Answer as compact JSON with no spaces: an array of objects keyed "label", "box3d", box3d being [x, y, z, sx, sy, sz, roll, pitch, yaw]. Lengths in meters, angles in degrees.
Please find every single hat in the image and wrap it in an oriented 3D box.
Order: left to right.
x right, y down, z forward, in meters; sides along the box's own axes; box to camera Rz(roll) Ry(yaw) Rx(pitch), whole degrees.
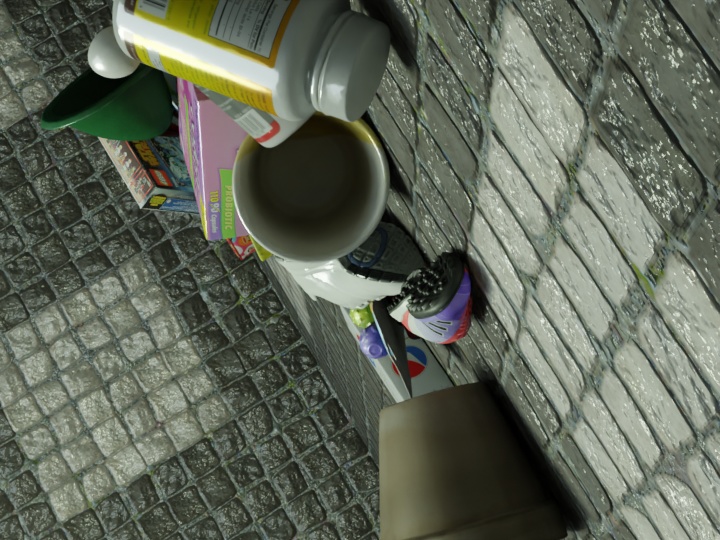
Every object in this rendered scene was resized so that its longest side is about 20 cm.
[{"label":"hat","box3d":[-0.247,-0.158,1.635,0.165,0.200,0.177,4,133,50]}]

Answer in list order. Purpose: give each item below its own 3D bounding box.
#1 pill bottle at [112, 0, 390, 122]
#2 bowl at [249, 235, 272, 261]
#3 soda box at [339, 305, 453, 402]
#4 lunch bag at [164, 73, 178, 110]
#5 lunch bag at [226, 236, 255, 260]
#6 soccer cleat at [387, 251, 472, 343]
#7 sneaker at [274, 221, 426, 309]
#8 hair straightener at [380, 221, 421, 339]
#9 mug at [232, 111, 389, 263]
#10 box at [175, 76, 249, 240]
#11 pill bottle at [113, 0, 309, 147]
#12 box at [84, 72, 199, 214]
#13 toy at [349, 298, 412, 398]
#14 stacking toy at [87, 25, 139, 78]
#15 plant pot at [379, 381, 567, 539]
[{"label":"pill bottle","box3d":[-0.081,-0.184,1.067,0.198,0.110,0.110,23,161,15]},{"label":"bowl","box3d":[-0.118,-0.124,1.765,0.200,0.107,0.202,156,90,-88]},{"label":"soda box","box3d":[0.049,0.108,1.729,0.201,0.063,0.068,56,172,33]},{"label":"lunch bag","box3d":[-0.225,-0.287,1.842,0.171,0.126,0.201,70,178,-52]},{"label":"lunch bag","box3d":[-0.279,-0.136,2.955,0.177,0.081,0.201,57,172,29]},{"label":"soccer cleat","box3d":[0.079,0.033,1.287,0.073,0.069,0.200,37,170,-5]},{"label":"sneaker","box3d":[0.000,0.000,1.473,0.199,0.075,0.088,10,141,47]},{"label":"hair straightener","box3d":[0.018,-0.017,1.529,0.201,0.041,0.077,58,175,-29]},{"label":"mug","box3d":[-0.043,-0.110,1.372,0.148,0.188,0.153,25,-173,-7]},{"label":"box","box3d":[-0.145,-0.167,1.545,0.201,0.095,0.178,-113,19,-49]},{"label":"pill bottle","box3d":[-0.117,-0.212,1.208,0.200,0.114,0.114,41,178,-17]},{"label":"box","box3d":[-0.262,-0.158,1.758,0.136,0.040,0.201,5,-135,-53]},{"label":"toy","box3d":[0.017,0.059,1.584,0.201,0.047,0.116,-86,-27,-66]},{"label":"stacking toy","box3d":[-0.175,-0.245,1.364,0.147,0.198,0.146,58,173,11]},{"label":"plant pot","box3d":[0.096,0.214,1.437,0.200,0.197,0.176,99,156,-79]}]
